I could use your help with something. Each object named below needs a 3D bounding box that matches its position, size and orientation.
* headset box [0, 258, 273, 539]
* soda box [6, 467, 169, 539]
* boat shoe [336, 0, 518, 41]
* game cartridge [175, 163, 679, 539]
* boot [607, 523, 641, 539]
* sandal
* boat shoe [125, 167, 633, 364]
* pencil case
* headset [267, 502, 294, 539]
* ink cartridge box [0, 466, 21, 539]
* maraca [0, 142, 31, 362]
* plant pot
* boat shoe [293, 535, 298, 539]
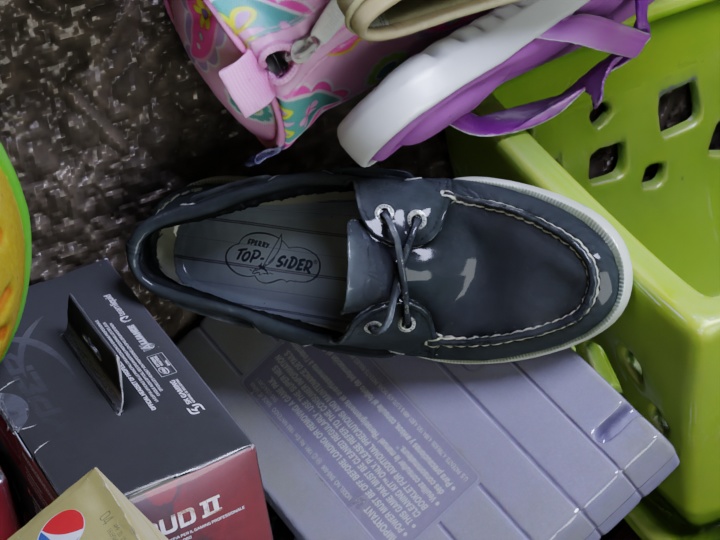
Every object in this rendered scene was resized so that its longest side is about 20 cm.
[{"bbox_3d":[-0.091,0.103,0.811,0.075,0.149,0.200,-22,126,-19],"label":"headset box"},{"bbox_3d":[-0.053,0.160,0.726,0.064,0.068,0.200,-40,130,-2],"label":"soda box"},{"bbox_3d":[0.083,-0.122,0.710,0.200,0.063,0.073,-9,154,-16],"label":"boat shoe"},{"bbox_3d":[0.017,0.056,0.814,0.130,0.200,0.038,-46,139,2],"label":"game cartridge"},{"bbox_3d":[0.237,0.128,1.076,0.186,0.064,0.200,37,92,-27],"label":"boot"},{"bbox_3d":[0.070,-0.078,0.797,0.202,0.050,0.082,-31,175,-36],"label":"sandal"},{"bbox_3d":[0.000,-0.002,0.773,0.066,0.199,0.075,-15,114,-63],"label":"boat shoe"},{"bbox_3d":[0.022,-0.125,0.784,0.200,0.087,0.088,-33,129,-11],"label":"pencil case"},{"bbox_3d":[-0.011,0.129,0.940,0.123,0.094,0.200,41,78,-35],"label":"headset"},{"bbox_3d":[-0.198,0.165,0.826,0.144,0.084,0.200,-22,127,-19],"label":"ink cartridge box"},{"bbox_3d":[-0.183,-0.019,0.709,0.137,0.107,0.201,-20,126,-22],"label":"maraca"},{"bbox_3d":[0.164,0.003,0.880,0.200,0.199,0.182,-21,133,-18],"label":"plant pot"},{"bbox_3d":[0.012,0.085,0.864,0.067,0.073,0.201,47,50,-49],"label":"boat shoe"}]
